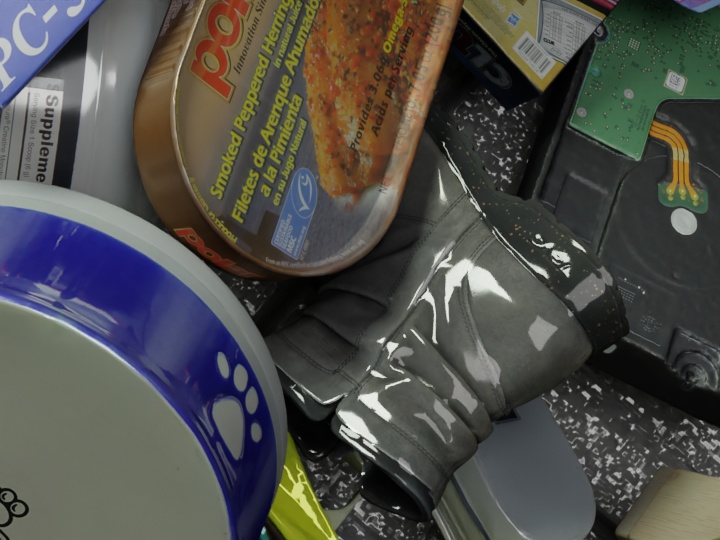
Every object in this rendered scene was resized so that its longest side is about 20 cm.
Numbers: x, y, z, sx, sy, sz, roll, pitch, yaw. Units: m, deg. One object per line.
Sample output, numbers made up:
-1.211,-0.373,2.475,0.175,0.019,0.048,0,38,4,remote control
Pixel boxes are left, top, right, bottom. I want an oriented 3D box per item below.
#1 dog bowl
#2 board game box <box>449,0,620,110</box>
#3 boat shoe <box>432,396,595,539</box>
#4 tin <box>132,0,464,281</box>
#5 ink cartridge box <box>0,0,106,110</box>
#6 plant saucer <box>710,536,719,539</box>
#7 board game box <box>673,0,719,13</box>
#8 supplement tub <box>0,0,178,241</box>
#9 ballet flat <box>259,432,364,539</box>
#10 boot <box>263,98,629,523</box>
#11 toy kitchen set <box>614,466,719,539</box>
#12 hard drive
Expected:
-0.133,0.071,0.870,0.200,0.200,0.079,31,33,-6,dog bowl
0.042,-0.188,0.989,0.200,0.035,0.136,46,66,-11,board game box
0.032,0.049,0.982,0.073,0.065,0.200,0,55,-32,boat shoe
-0.023,-0.090,0.887,0.112,0.042,0.200,35,62,-34,tin
-0.099,-0.162,0.839,0.094,0.044,0.200,45,81,-13,ink cartridge box
0.147,0.177,0.911,0.200,0.200,0.048,43,47,-22,plant saucer
0.169,-0.208,1.013,0.200,0.039,0.158,-24,91,-35,board game box
-0.160,-0.074,0.922,0.199,0.140,0.141,6,78,-13,supplement tub
-0.015,0.118,0.961,0.067,0.067,0.200,-28,85,-20,ballet flat
0.000,0.000,0.923,0.132,0.070,0.200,-38,51,-12,boot
0.260,0.102,0.950,0.180,0.163,0.200,47,70,-26,toy kitchen set
0.144,-0.038,1.020,0.139,0.038,0.200,25,59,-8,hard drive
